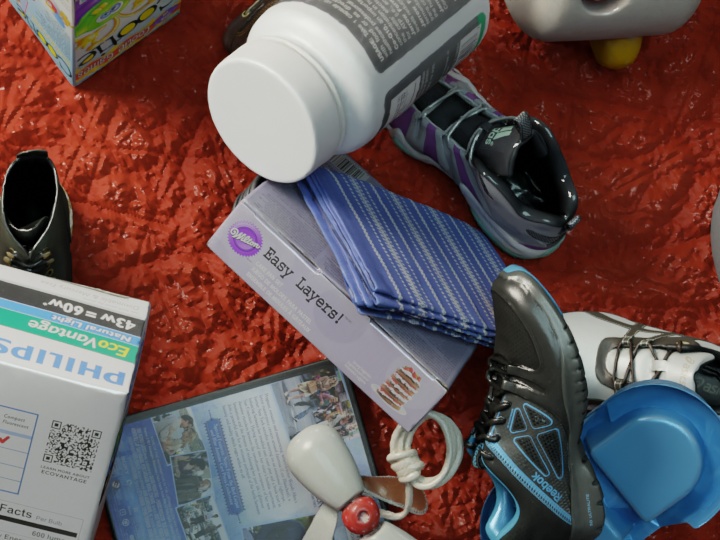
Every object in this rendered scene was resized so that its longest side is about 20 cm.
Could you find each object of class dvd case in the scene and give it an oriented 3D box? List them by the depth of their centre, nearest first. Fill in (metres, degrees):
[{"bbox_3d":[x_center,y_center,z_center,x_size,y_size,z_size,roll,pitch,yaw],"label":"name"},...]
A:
[{"bbox_3d":[-0.086,0.156,1.371,0.198,0.018,0.144,-15,82,-11],"label":"dvd case"}]

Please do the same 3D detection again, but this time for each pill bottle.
[{"bbox_3d":[-0.007,-0.152,1.309,0.113,0.113,0.200,47,53,1],"label":"pill bottle"}]

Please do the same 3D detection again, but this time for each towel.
[{"bbox_3d":[0.045,-0.002,1.330,0.024,0.199,0.145,-48,47,23],"label":"towel"}]

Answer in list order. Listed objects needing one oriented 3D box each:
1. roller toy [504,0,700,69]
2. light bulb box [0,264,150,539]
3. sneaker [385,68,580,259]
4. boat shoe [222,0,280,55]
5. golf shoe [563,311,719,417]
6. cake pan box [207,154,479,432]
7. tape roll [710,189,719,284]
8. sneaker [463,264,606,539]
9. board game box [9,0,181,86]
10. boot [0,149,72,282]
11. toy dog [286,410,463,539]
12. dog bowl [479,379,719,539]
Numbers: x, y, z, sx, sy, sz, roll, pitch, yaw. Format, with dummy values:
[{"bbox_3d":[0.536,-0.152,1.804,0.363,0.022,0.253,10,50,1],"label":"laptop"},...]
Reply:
[{"bbox_3d":[0.184,-0.263,1.404,0.138,0.182,0.202,-4,80,-11],"label":"roller toy"},{"bbox_3d":[-0.258,0.107,1.250,0.196,0.125,0.202,15,116,-7],"label":"light bulb box"},{"bbox_3d":[0.091,-0.102,1.382,0.200,0.140,0.078,44,77,0],"label":"sneaker"},{"bbox_3d":[-0.019,-0.220,1.424,0.200,0.071,0.070,-41,48,-20],"label":"boat shoe"},{"bbox_3d":[0.211,0.069,1.397,0.198,0.095,0.079,10,80,-6],"label":"golf shoe"},{"bbox_3d":[0.000,0.000,1.335,0.200,0.184,0.052,42,113,-2],"label":"cake pan box"},{"bbox_3d":[0.373,-0.027,1.454,0.198,0.066,0.203,2,79,-8],"label":"tape roll"},{"bbox_3d":[0.110,0.098,1.279,0.081,0.073,0.202,-14,101,-10],"label":"sneaker"},{"bbox_3d":[-0.190,-0.225,1.327,0.103,0.200,0.105,-37,86,-13],"label":"board game box"},{"bbox_3d":[-0.231,0.022,1.310,0.077,0.138,0.202,-5,82,-10],"label":"boot"},{"bbox_3d":[0.022,0.200,1.340,0.131,0.096,0.202,-13,86,-3],"label":"toy dog"},{"bbox_3d":[0.177,0.154,1.355,0.200,0.050,0.112,-39,93,19],"label":"dog bowl"}]
